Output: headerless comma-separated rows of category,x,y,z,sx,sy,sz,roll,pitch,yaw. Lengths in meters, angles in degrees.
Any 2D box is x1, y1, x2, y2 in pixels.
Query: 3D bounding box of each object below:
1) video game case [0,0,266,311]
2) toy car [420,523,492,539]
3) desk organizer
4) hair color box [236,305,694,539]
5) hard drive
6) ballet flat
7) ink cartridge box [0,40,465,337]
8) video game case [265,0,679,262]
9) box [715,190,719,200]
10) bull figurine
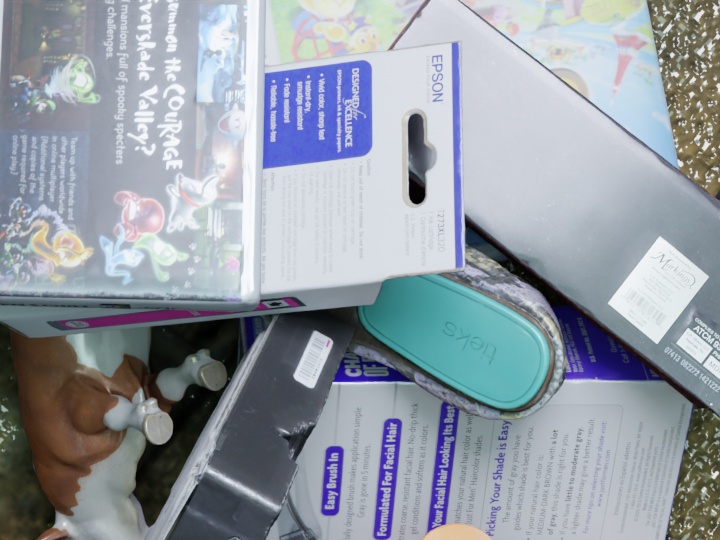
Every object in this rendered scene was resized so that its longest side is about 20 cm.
video game case,-0.126,-0.086,0.788,0.180,0.023,0.202,1,78,-4
toy car,0.015,0.182,0.796,0.175,0.185,0.201,15,47,-9
desk organizer,0.087,-0.026,0.873,0.199,0.077,0.072,38,84,0
hair color box,0.042,0.075,0.925,0.198,0.065,0.110,0,125,-9
hard drive,-0.072,0.121,0.823,0.038,0.140,0.201,28,120,-2
ballet flat,0.000,0.000,0.868,0.199,0.072,0.072,30,87,13
ink cartridge box,-0.051,-0.031,0.817,0.198,0.037,0.096,-7,71,19
video game case,0.035,-0.092,0.925,0.198,0.022,0.184,-10,86,-5
box,0.279,-0.081,0.906,0.123,0.197,0.201,34,87,-6
bull figurine,-0.115,0.035,0.912,0.065,0.121,0.202,-8,83,-43
